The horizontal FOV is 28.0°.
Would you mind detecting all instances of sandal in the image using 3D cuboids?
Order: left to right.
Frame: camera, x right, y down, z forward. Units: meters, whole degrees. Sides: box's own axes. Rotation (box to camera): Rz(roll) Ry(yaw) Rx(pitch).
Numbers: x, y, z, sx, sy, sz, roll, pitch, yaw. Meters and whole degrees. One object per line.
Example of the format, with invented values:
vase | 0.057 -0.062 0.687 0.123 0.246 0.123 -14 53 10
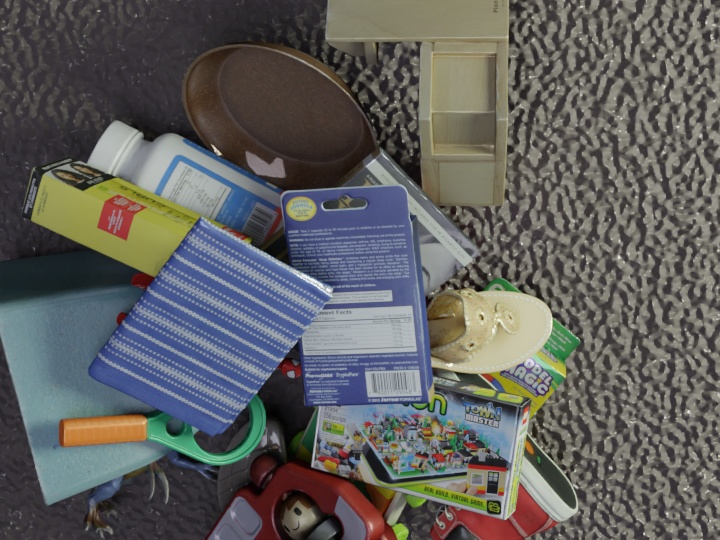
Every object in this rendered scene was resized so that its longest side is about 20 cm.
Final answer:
sandal | 0.082 0.054 1.329 0.208 0.070 0.079 -2 79 -5

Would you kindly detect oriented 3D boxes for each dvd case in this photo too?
dvd case | -0.009 -0.004 1.344 0.199 0.016 0.149 -38 120 16

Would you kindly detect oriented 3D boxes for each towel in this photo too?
towel | -0.134 0.054 1.273 0.144 0.024 0.200 28 119 -23

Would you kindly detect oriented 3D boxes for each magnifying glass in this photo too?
magnifying glass | -0.181 0.144 1.341 0.197 0.022 0.081 -2 100 -29

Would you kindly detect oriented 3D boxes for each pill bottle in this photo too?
pill bottle | -0.166 -0.063 1.394 0.198 0.112 0.113 28 109 0

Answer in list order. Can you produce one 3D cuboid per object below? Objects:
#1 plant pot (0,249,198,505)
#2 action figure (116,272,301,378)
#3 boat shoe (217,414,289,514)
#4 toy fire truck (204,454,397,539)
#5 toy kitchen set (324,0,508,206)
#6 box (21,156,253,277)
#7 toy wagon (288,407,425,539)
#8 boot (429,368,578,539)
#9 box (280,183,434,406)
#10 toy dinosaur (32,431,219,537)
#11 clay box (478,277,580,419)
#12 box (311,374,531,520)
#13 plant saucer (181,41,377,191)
plant pot | -0.237 0.082 1.413 0.197 0.196 0.199 -14 105 -10
action figure | -0.130 0.063 1.347 0.199 0.051 0.066 26 77 -39
boat shoe | -0.107 0.233 1.496 0.073 0.073 0.203 12 114 8
toy fire truck | -0.068 0.273 1.410 0.168 0.112 0.201 43 120 19
toy kitchen set | 0.056 -0.189 1.344 0.160 0.181 0.203 1 67 5
box | -0.202 -0.039 1.306 0.198 0.075 0.051 25 109 12
toy wagon | -0.012 0.215 1.456 0.155 0.039 0.202 42 125 25
boot | 0.098 0.193 1.408 0.143 0.073 0.201 -34 102 22
box | -0.002 0.021 1.294 0.119 0.032 0.203 -2 106 14
toy dinosaur | -0.230 0.184 1.489 0.199 0.105 0.183 32 99 4
clay box | 0.117 0.116 1.439 0.114 0.048 0.201 36 110 -5
box | 0.055 0.153 1.349 0.197 0.035 0.112 12 102 21
plant saucer | -0.071 -0.146 1.353 0.198 0.037 0.202 17 146 12
